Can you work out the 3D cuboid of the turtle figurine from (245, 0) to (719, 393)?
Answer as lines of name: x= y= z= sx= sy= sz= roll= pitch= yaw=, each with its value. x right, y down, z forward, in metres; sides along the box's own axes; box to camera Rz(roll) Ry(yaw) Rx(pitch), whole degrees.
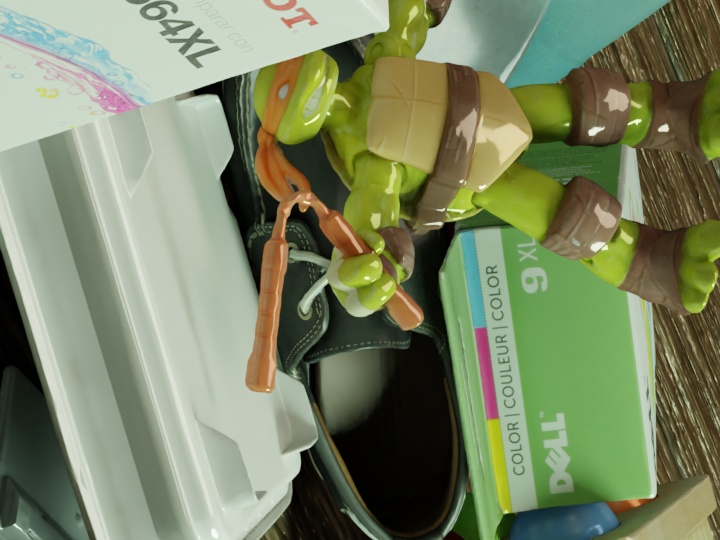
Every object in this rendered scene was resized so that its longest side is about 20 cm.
turtle figurine: x=0.031 y=-0.032 z=0.820 sx=0.064 sy=0.161 sz=0.200 roll=121 pitch=-20 yaw=-55

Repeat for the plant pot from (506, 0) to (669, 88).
plant pot: x=0.094 y=-0.199 z=1.113 sx=0.200 sy=0.188 sz=0.200 roll=53 pitch=17 yaw=-23

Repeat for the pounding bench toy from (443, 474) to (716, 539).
pounding bench toy: x=0.085 y=0.151 z=0.999 sx=0.200 sy=0.124 sz=0.156 roll=-16 pitch=90 yaw=-69

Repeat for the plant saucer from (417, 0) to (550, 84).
plant saucer: x=0.013 y=-0.131 z=0.945 sx=0.201 sy=0.039 sz=0.201 roll=-36 pitch=138 yaw=-41

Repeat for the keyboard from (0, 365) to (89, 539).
keyboard: x=-0.060 y=0.106 z=0.830 sx=0.200 sy=0.011 sz=0.056 roll=53 pitch=25 yaw=-44

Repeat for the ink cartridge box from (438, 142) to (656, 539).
ink cartridge box: x=0.070 y=0.018 z=0.933 sx=0.200 sy=0.059 sz=0.104 roll=-67 pitch=150 yaw=-73

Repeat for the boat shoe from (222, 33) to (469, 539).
boat shoe: x=0.000 y=0.000 z=0.884 sx=0.068 sy=0.072 sz=0.200 roll=-103 pitch=-179 yaw=-65

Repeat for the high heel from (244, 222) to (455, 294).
high heel: x=0.007 y=-0.037 z=1.005 sx=0.200 sy=0.067 sz=0.096 roll=-72 pitch=151 yaw=-50

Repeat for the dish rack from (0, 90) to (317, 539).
dish rack: x=-0.057 y=0.009 z=0.795 sx=0.200 sy=0.043 sz=0.172 roll=-32 pitch=105 yaw=-83

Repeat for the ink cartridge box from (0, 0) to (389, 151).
ink cartridge box: x=-0.087 y=-0.119 z=0.647 sx=0.129 sy=0.200 sz=0.125 roll=43 pitch=37 yaw=-52
